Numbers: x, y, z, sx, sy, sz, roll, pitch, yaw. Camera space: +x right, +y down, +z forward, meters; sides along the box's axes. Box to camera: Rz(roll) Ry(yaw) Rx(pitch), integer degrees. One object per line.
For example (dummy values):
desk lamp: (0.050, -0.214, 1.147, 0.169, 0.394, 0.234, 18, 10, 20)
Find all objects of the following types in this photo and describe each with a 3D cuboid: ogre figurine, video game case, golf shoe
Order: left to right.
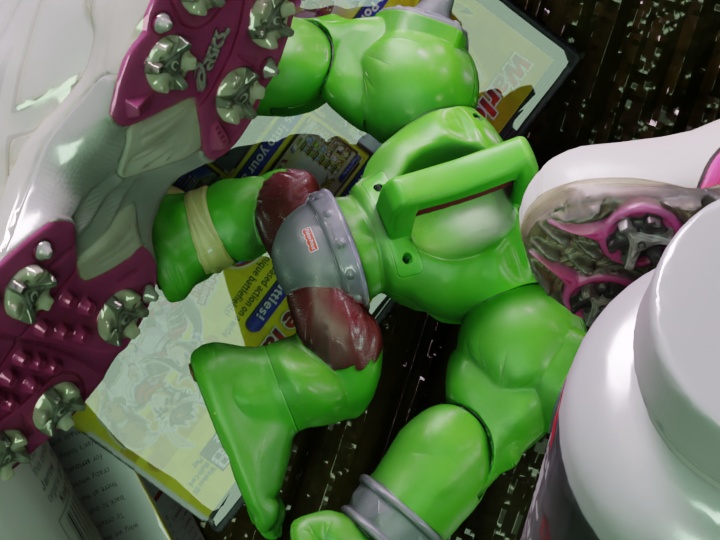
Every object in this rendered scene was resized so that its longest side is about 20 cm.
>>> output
golf shoe: (-0.099, -0.025, 0.806, 0.091, 0.075, 0.200, 28, 83, 34)
video game case: (-0.059, -0.045, 0.897, 0.181, 0.026, 0.200, 37, 98, -5)
ogre figurine: (0.000, 0.000, 0.838, 0.120, 0.200, 0.098, -22, 145, -1)
golf shoe: (0.132, -0.025, 0.825, 0.199, 0.092, 0.073, 0, 144, -25)

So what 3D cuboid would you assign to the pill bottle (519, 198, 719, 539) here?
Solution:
pill bottle: (0.105, 0.063, 0.759, 0.110, 0.111, 0.200, 18, 149, 6)

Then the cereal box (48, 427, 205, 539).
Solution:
cereal box: (-0.146, 0.074, 0.960, 0.143, 0.040, 0.201, -24, 100, 12)

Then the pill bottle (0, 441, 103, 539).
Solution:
pill bottle: (-0.159, 0.062, 0.861, 0.114, 0.114, 0.200, -20, 112, 15)
